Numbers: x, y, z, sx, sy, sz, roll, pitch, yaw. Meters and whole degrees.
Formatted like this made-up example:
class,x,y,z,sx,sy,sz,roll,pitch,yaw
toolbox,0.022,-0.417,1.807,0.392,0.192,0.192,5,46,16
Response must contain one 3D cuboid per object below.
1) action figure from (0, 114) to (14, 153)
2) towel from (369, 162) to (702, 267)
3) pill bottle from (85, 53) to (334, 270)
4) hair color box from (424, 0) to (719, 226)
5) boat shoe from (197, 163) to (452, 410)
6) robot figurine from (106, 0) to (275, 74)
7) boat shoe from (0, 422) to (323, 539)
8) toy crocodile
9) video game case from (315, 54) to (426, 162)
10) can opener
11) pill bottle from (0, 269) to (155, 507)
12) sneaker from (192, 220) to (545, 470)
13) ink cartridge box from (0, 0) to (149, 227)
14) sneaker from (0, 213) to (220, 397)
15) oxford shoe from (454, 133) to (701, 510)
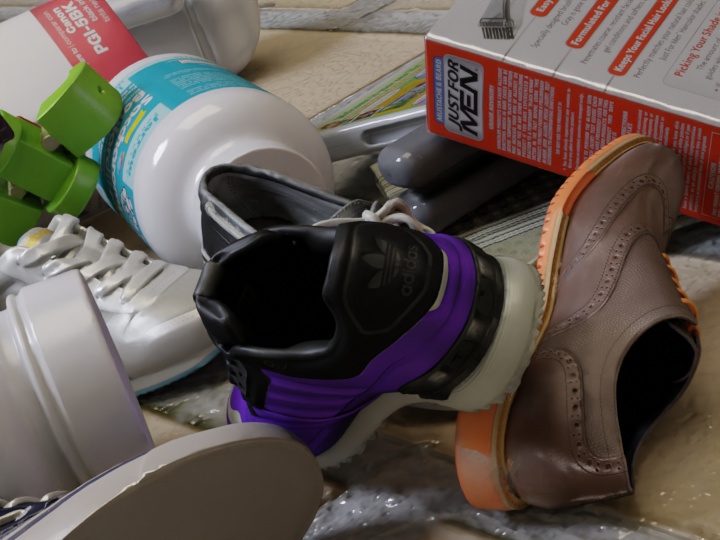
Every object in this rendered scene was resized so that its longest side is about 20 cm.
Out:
class,x,y,z,sx,sy,sz,roll,pitch,yaw
action figure,-0.224,0.009,0.784,0.130,0.069,0.200,-47,-10,-52
towel,0.113,-0.046,0.861,0.200,0.035,0.193,-19,25,-4
pill bottle,-0.083,-0.055,0.928,0.111,0.111,0.200,-26,22,-13
hair color box,0.142,-0.088,0.768,0.200,0.064,0.111,21,50,22
boat shoe,0.002,-0.001,0.745,0.074,0.068,0.199,-32,41,-30
robot figurine,-0.164,-0.188,1.297,0.200,0.113,0.170,-21,-2,0
boat shoe,-0.118,0.105,0.635,0.200,0.075,0.093,-27,29,-17
toy crocodile,-0.206,-0.032,0.939,0.200,0.067,0.062,-54,27,17
video game case,0.080,-0.118,1.008,0.182,0.022,0.200,-11,16,30
can opener,0.104,-0.080,0.832,0.200,0.053,0.067,-32,27,-25
pill bottle,-0.196,0.080,0.709,0.200,0.113,0.113,-23,22,-7
sneaker,-0.023,0.022,0.630,0.200,0.099,0.070,-31,45,57
ink cartridge box,-0.235,-0.075,1.044,0.200,0.083,0.147,-29,-20,-23
sneaker,-0.141,0.016,0.856,0.200,0.081,0.077,-4,26,32
oxford shoe,0.106,0.019,0.656,0.073,0.071,0.200,1,45,30
